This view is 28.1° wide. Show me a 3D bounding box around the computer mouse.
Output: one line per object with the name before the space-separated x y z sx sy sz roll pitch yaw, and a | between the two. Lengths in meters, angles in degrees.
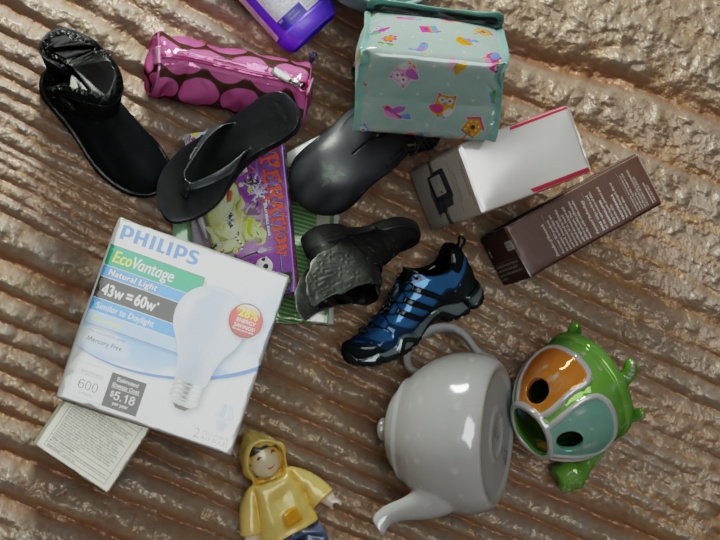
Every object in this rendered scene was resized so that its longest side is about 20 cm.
computer mouse | -0.002 -0.147 1.661 0.138 0.053 0.200 45 65 -4

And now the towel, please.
towel | -0.126 -0.014 1.706 0.198 0.023 0.154 5 82 -11

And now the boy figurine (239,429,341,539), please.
boy figurine | -0.083 0.276 1.663 0.123 0.064 0.202 -19 91 -12

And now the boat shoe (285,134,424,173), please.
boat shoe | -0.012 -0.138 1.720 0.199 0.071 0.064 -21 88 -16

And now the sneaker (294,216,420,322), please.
sneaker | 0.002 -0.002 1.675 0.199 0.060 0.105 -5 59 -36

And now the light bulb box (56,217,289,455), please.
light bulb box | -0.202 0.073 1.550 0.197 0.125 0.202 19 81 -8

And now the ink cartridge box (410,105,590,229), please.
ink cartridge box | 0.159 -0.118 1.692 0.144 0.200 0.085 -21 92 -14

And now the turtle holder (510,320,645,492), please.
turtle holder | 0.244 0.166 1.717 0.131 0.186 0.141 -35 68 -25

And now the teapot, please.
teapot | 0.091 0.182 1.671 0.145 0.200 0.199 2 106 20

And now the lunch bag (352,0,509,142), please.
lunch bag | 0.079 -0.235 1.619 0.169 0.200 0.123 6 120 1

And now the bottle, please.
bottle | -0.120 -0.358 1.722 0.084 0.065 0.200 -44 94 -14

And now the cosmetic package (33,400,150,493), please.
cosmetic package | -0.272 0.139 1.628 0.103 0.073 0.201 36 77 -7

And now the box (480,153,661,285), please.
box | 0.256 -0.061 1.759 0.199 0.100 0.075 -27 90 -14

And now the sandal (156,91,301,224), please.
sandal | -0.158 -0.135 1.640 0.200 0.043 0.076 -41 79 3

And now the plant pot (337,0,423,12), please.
plant pot | 0.018 -0.392 1.721 0.198 0.134 0.202 2 80 -12

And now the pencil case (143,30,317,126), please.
pencil case | -0.154 -0.227 1.685 0.198 0.094 0.092 8 93 -10

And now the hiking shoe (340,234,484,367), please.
hiking shoe | 0.051 0.039 1.707 0.199 0.074 0.087 -32 113 -24

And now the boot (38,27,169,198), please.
boot | -0.285 -0.172 1.611 0.076 0.168 0.200 -44 95 -14

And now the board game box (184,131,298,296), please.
board game box | -0.138 -0.065 1.665 0.119 0.032 0.202 -7 83 5
